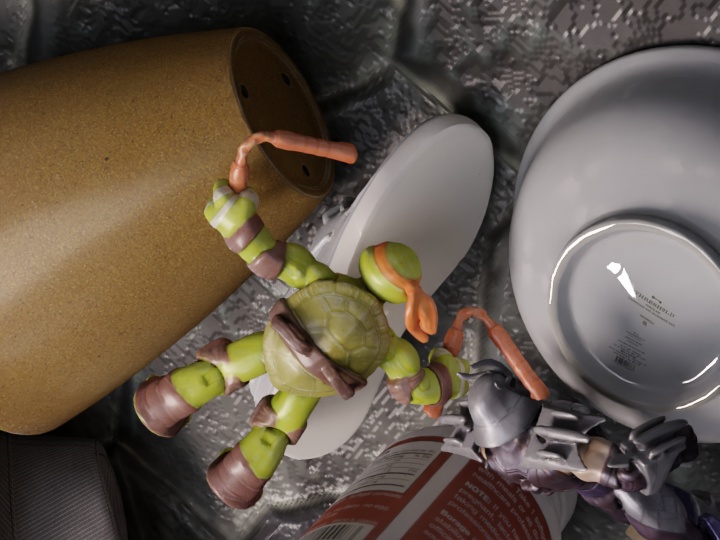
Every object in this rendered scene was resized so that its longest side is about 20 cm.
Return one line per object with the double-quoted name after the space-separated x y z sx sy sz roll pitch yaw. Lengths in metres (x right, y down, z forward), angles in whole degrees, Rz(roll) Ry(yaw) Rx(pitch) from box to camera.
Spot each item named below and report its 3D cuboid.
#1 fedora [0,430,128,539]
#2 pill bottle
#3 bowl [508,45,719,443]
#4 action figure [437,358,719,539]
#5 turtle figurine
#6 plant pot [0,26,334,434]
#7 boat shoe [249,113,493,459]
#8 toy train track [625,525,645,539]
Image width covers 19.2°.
-0.179 0.175 1.236 0.090 0.177 0.202 -3 100 -7 "fedora"
0.032 0.148 1.056 0.112 0.200 0.113 13 120 25 "pill bottle"
0.147 0.003 0.988 0.200 0.090 0.202 13 119 25 "bowl"
0.118 0.096 0.976 0.200 0.070 0.130 37 173 -26 "action figure"
-0.017 0.043 1.012 0.200 0.065 0.161 40 109 -22 "turtle figurine"
-0.120 -0.041 1.081 0.199 0.186 0.187 -26 99 23 "plant pot"
0.000 0.000 1.085 0.069 0.072 0.201 50 125 45 "boat shoe"
0.167 0.192 1.083 0.115 0.032 0.201 39 107 21 "toy train track"
